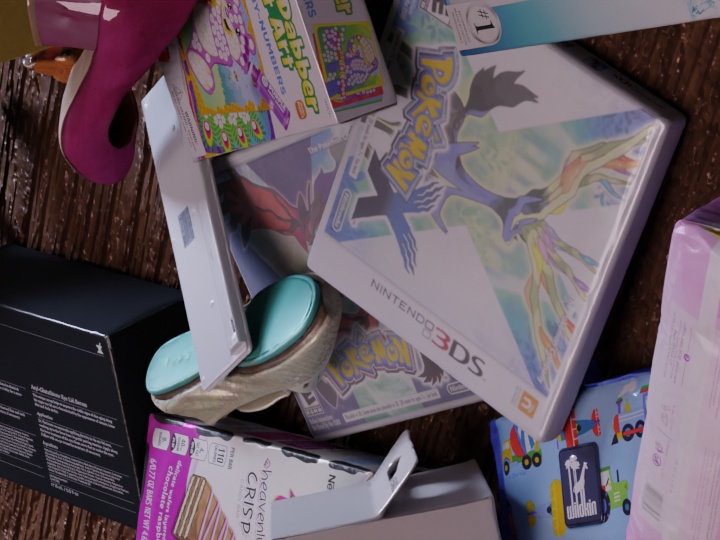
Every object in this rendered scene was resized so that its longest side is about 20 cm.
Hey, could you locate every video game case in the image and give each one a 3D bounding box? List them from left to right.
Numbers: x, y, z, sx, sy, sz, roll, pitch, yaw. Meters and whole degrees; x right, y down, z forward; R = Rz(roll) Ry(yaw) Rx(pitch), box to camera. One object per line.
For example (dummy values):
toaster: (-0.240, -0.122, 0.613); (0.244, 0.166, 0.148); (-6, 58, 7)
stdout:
video game case: (0.000, 0.000, 1.563); (0.200, 0.023, 0.183); (-18, 97, 53)
video game case: (0.065, -0.039, 1.429); (0.182, 0.022, 0.201); (37, 123, 29)

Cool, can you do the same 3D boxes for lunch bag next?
lunch bag: (0.148, 0.141, 1.440); (0.150, 0.094, 0.201); (-24, 80, 54)

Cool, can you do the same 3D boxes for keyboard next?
keyboard: (-0.098, -0.029, 1.600); (0.056, 0.011, 0.201); (-49, 47, 50)

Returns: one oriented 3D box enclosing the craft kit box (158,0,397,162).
craft kit box: (-0.069, -0.168, 1.487); (0.197, 0.048, 0.201); (-11, 99, 61)

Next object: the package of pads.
package of pads: (0.193, 0.047, 1.286); (0.076, 0.120, 0.201); (32, 132, 34)

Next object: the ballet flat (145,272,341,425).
ballet flat: (-0.054, 0.049, 1.597); (0.062, 0.068, 0.200); (30, 153, -25)

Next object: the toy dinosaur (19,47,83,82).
toy dinosaur: (-0.221, -0.199, 1.639); (0.181, 0.105, 0.201); (25, 122, 19)

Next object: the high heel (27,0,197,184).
high heel: (-0.126, -0.105, 1.552); (0.096, 0.068, 0.200); (3, 155, 8)

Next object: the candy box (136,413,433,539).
candy box: (-0.051, 0.169, 1.649); (0.199, 0.061, 0.137); (10, 95, 43)

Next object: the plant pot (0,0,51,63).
plant pot: (-0.243, -0.238, 1.500); (0.196, 0.193, 0.200); (64, 162, 18)

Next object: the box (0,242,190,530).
box: (-0.187, 0.073, 1.780); (0.200, 0.079, 0.142); (15, 124, 45)

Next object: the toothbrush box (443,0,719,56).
toothbrush box: (0.119, -0.189, 1.262); (0.200, 0.085, 0.147); (-3, 109, 49)

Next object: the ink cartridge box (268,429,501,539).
ink cartridge box: (0.022, 0.197, 1.500); (0.129, 0.125, 0.201); (-122, 21, -85)
